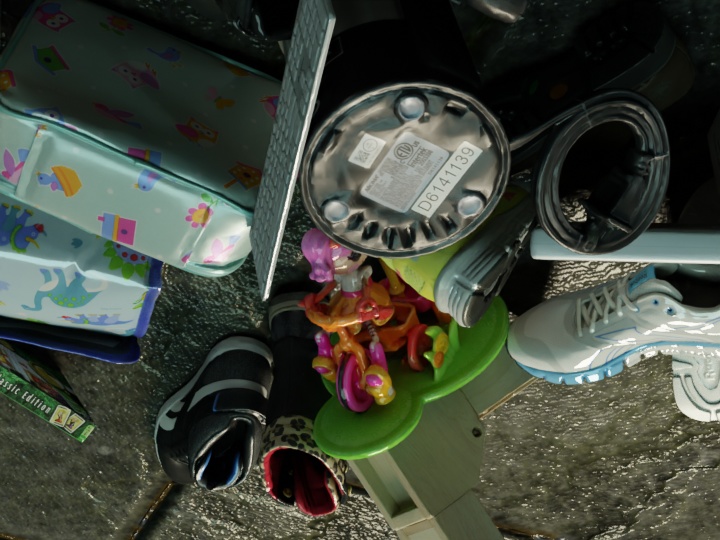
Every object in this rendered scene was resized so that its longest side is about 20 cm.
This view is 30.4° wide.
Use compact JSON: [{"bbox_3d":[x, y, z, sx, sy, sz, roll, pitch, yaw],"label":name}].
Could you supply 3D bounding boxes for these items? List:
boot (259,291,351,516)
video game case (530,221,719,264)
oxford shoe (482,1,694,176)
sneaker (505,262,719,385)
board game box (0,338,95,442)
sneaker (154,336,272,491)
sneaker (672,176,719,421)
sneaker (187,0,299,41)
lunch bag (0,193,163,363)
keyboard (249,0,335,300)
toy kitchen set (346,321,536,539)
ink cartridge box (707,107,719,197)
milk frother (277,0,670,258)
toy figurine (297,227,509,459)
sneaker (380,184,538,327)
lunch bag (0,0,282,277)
[{"bbox_3d":[-0.033,0.131,1.084,0.073,0.151,0.200,-6,137,10],"label":"boot"},{"bbox_3d":[0.217,-0.020,0.872,0.200,0.182,0.023,2,94,10],"label":"video game case"},{"bbox_3d":[0.135,-0.096,0.899,0.200,0.073,0.084,-25,140,29],"label":"oxford shoe"},{"bbox_3d":[0.195,0.024,0.944,0.200,0.075,0.087,-12,142,18],"label":"sneaker"},{"bbox_3d":[-0.305,0.062,1.060,0.200,0.105,0.023,40,86,-35],"label":"board game box"},{"bbox_3d":[-0.136,0.154,1.140,0.073,0.112,0.200,17,135,-15],"label":"sneaker"},{"bbox_3d":[0.269,0.015,1.017,0.076,0.081,0.200,7,119,16],"label":"sneaker"},{"bbox_3d":[-0.061,-0.170,0.761,0.076,0.091,0.200,-6,176,-19],"label":"sneaker"},{"bbox_3d":[-0.232,-0.007,0.971,0.170,0.128,0.200,13,156,-12],"label":"lunch bag"},{"bbox_3d":[-0.039,-0.071,0.715,0.011,0.056,0.200,5,135,-12],"label":"keyboard"},{"bbox_3d":[0.105,0.158,1.049,0.200,0.180,0.163,-32,175,-25],"label":"toy kitchen set"},{"bbox_3d":[0.331,-0.125,0.851,0.146,0.083,0.200,8,137,-6],"label":"ink cartridge box"},{"bbox_3d":[0.063,-0.103,0.799,0.180,0.188,0.200,-36,125,20],"label":"milk frother"},{"bbox_3d":[0.000,0.000,0.941,0.150,0.200,0.184,0,128,33],"label":"toy figurine"},{"bbox_3d":[0.063,-0.028,0.865,0.090,0.200,0.078,28,105,9],"label":"sneaker"},{"bbox_3d":[-0.137,-0.090,0.850,0.200,0.160,0.077,23,128,-14],"label":"lunch bag"}]
